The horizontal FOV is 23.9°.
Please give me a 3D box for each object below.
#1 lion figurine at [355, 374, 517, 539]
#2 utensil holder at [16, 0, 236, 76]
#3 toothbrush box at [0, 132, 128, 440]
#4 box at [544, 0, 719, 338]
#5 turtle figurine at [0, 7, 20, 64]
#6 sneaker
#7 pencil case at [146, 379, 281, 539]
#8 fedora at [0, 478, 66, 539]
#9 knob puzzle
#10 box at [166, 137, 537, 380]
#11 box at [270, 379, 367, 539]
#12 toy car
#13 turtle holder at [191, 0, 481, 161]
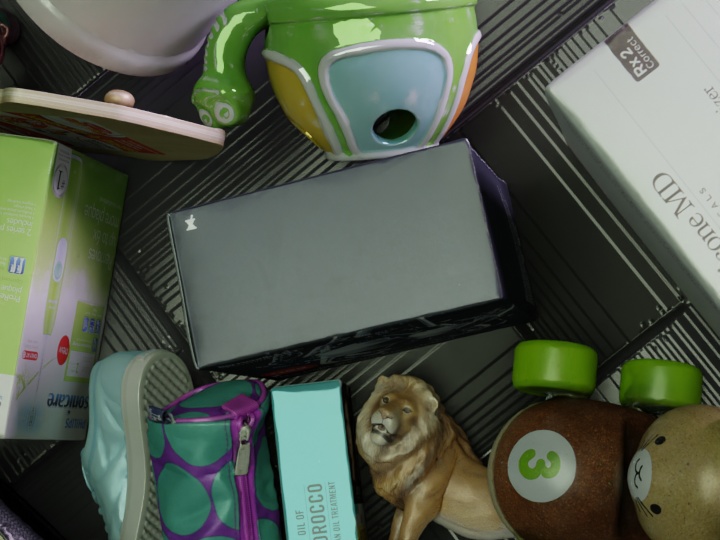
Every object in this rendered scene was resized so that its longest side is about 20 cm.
[{"bbox_3d":[0.081,0.158,1.145,0.200,0.072,0.123,24,82,0],"label":"lion figurine"},{"bbox_3d":[-0.125,-0.255,1.137,0.200,0.170,0.170,-40,75,36],"label":"utensil holder"},{"bbox_3d":[-0.239,0.014,1.185,0.086,0.146,0.201,9,85,13],"label":"toothbrush box"},{"bbox_3d":[0.231,-0.058,1.060,0.131,0.200,0.199,-38,78,6],"label":"box"},{"bbox_3d":[-0.295,-0.161,1.187,0.101,0.200,0.150,29,88,8],"label":"turtle figurine"},{"bbox_3d":[-0.159,0.154,1.201,0.082,0.074,0.201,1,89,43],"label":"sneaker"},{"bbox_3d":[-0.090,0.179,1.144,0.085,0.092,0.201,-13,98,-32],"label":"pencil case"},{"bbox_3d":[-0.256,0.195,1.140,0.200,0.201,0.092,40,80,14],"label":"fedora"},{"bbox_3d":[-0.183,-0.107,1.159,0.219,0.220,0.031,7,85,13],"label":"knob puzzle"},{"bbox_3d":[0.000,0.000,1.114,0.199,0.182,0.104,-14,81,11],"label":"box"},{"bbox_3d":[-0.022,0.177,1.149,0.049,0.082,0.201,-7,83,3],"label":"box"},{"bbox_3d":[0.185,0.126,1.033,0.157,0.200,0.165,10,78,-22],"label":"toy car"},{"bbox_3d":[-0.007,-0.140,1.144,0.141,0.185,0.132,9,107,55],"label":"turtle holder"}]
